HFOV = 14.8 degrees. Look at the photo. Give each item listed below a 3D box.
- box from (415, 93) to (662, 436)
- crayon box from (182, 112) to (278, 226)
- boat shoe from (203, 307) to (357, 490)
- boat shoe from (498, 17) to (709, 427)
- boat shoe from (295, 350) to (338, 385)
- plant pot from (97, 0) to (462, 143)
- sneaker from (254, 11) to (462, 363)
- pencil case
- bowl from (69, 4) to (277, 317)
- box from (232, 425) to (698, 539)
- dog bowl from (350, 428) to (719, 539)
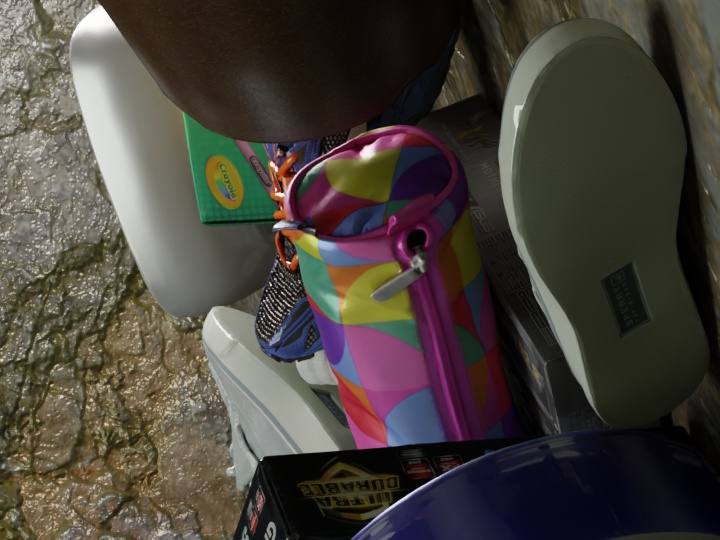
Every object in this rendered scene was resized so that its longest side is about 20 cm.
[{"bbox_3d":[0.084,0.036,1.283,0.200,0.048,0.159,-120,12,-52],"label":"box"},{"bbox_3d":[-0.062,-0.139,1.511,0.119,0.058,0.201,-66,-30,-64],"label":"crayon box"},{"bbox_3d":[-0.036,0.088,1.379,0.070,0.072,0.201,18,-162,-36],"label":"boat shoe"},{"bbox_3d":[0.081,-0.025,1.031,0.072,0.070,0.201,57,170,43],"label":"boat shoe"},{"bbox_3d":[0.001,0.005,1.402,0.202,0.085,0.075,-70,-28,-60],"label":"boat shoe"},{"bbox_3d":[-0.046,-0.167,1.151,0.201,0.199,0.199,63,180,34],"label":"plant pot"},{"bbox_3d":[-0.020,-0.055,1.286,0.075,0.078,0.201,31,109,61],"label":"sneaker"},{"bbox_3d":[0.024,0.035,1.213,0.089,0.088,0.201,-122,12,-53],"label":"pencil case"},{"bbox_3d":[-0.069,-0.088,1.664,0.074,0.200,0.201,-6,109,37],"label":"bowl"},{"bbox_3d":[0.036,0.140,1.166,0.046,0.199,0.160,-115,33,-40],"label":"box"},{"bbox_3d":[0.075,0.157,1.105,0.201,0.199,0.079,76,172,-50],"label":"dog bowl"}]
